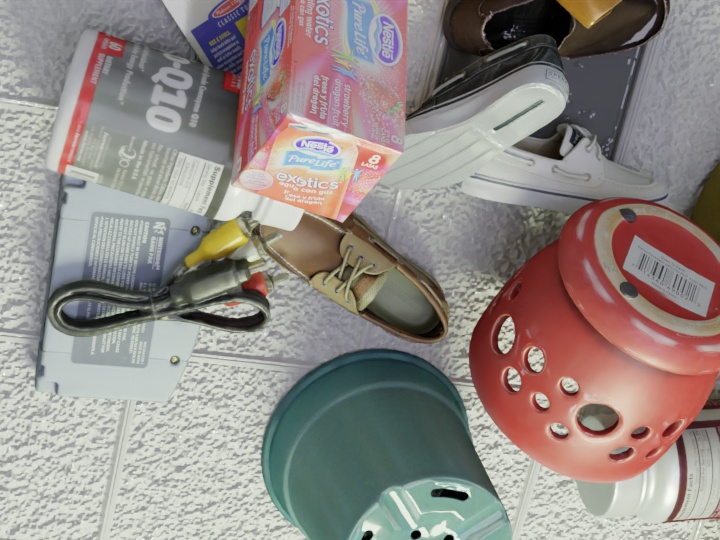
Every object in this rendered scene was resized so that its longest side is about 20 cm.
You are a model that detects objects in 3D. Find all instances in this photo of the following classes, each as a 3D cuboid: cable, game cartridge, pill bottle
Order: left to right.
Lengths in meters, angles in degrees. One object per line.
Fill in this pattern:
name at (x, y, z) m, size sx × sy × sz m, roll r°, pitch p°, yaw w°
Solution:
game cartridge at (-0.195, 0.013, 1.293) m, size 0.133 × 0.042 × 0.200 m, roll 4°, pitch 109°, yaw -22°
cable at (-0.154, 0.020, 1.277) m, size 0.200 × 0.050 × 0.097 m, roll -16°, pitch 122°, yaw 4°
pill bottle at (-0.135, -0.105, 1.203) m, size 0.200 × 0.114 × 0.114 m, roll 16°, pitch 106°, yaw -11°
pill bottle at (0.312, 0.180, 1.460) m, size 0.200 × 0.114 × 0.114 m, roll -1°, pitch 111°, yaw -16°

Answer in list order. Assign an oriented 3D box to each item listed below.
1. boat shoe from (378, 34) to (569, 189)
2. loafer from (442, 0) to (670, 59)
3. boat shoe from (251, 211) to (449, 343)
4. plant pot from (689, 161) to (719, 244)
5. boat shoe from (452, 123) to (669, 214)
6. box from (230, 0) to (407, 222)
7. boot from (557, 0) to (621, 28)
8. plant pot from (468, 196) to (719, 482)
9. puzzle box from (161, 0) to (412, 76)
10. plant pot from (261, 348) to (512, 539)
boat shoe at (0.090, -0.129, 1.281) m, size 0.200 × 0.071 × 0.072 m, roll -23°, pitch 133°, yaw 33°
loafer at (0.172, -0.204, 1.293) m, size 0.200 × 0.071 × 0.073 m, roll -10°, pitch 113°, yaw -12°
boat shoe at (0.000, 0.000, 1.320) m, size 0.200 × 0.074 × 0.076 m, roll 29°, pitch 100°, yaw -22°
plant pot at (0.406, -0.021, 1.375) m, size 0.200 × 0.196 × 0.194 m, roll -41°, pitch 116°, yaw 11°
boat shoe at (0.181, -0.092, 1.344) m, size 0.200 × 0.071 × 0.070 m, roll 8°, pitch 111°, yaw -12°
box at (-0.028, -0.153, 1.148) m, size 0.095 × 0.200 × 0.103 m, roll 17°, pitch 143°, yaw -21°
boot at (0.138, -0.251, 1.228) m, size 0.201 × 0.071 × 0.144 m, roll -32°, pitch 85°, yaw -17°
plant pot at (0.217, 0.049, 1.304) m, size 0.200 × 0.201 × 0.183 m, roll 13°, pitch 135°, yaw -20°
puzzle box at (-0.054, -0.233, 1.242) m, size 0.200 × 0.025 × 0.133 m, roll -33°, pitch 116°, yaw -2°
plant pot at (0.031, 0.200, 1.342) m, size 0.200 × 0.196 × 0.200 m, roll -6°, pitch 113°, yaw -14°
